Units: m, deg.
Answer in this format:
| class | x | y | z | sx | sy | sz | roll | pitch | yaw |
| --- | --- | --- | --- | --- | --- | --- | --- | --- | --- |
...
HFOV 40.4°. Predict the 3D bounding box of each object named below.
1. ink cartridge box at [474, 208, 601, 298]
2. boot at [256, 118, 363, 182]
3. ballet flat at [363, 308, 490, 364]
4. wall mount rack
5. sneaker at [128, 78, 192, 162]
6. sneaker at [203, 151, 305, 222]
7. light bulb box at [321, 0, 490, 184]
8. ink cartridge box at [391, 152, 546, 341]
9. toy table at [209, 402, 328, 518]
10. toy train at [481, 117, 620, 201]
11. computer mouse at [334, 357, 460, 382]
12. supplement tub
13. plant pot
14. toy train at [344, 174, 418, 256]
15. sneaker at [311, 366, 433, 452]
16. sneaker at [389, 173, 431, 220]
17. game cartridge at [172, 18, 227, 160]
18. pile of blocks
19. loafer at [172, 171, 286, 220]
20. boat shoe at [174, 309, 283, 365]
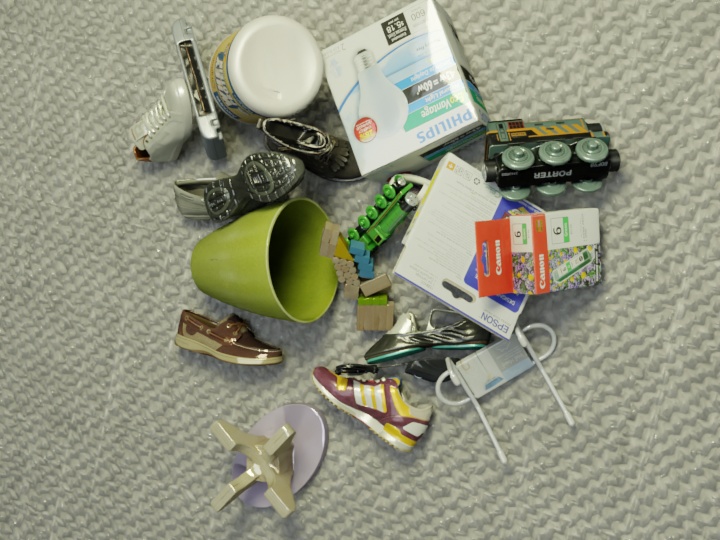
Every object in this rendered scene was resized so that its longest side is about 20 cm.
| class | x | y | z | sx | sy | sz | roll | pitch | yaw |
| --- | --- | --- | --- | --- | --- | --- | --- | --- | --- |
| ink cartridge box | 0.249 | -0.025 | 1.356 | 0.050 | 0.197 | 0.111 | 2 | 98 | 55 |
| boot | -0.063 | -0.180 | 1.456 | 0.197 | 0.174 | 0.070 | 14 | 91 | -10 |
| ballet flat | 0.099 | 0.096 | 1.485 | 0.196 | 0.068 | 0.070 | -9 | 78 | 9 |
| wall mount rack | 0.216 | 0.174 | 1.430 | 0.198 | 0.075 | 0.175 | -30 | 112 | 10 |
| sneaker | -0.322 | -0.230 | 1.564 | 0.074 | 0.083 | 0.200 | 68 | 151 | 20 |
| sneaker | -0.149 | -0.133 | 1.471 | 0.198 | 0.090 | 0.077 | -16 | 92 | 40 |
| light bulb box | 0.069 | -0.263 | 1.457 | 0.196 | 0.125 | 0.203 | -24 | 81 | 18 |
| ink cartridge box | 0.163 | -0.032 | 1.393 | 0.196 | 0.047 | 0.202 | 30 | 76 | -8 |
| toy table | -0.148 | 0.300 | 1.544 | 0.183 | 0.117 | 0.202 | 35 | 102 | 16 |
| toy train | 0.264 | -0.166 | 1.382 | 0.196 | 0.086 | 0.115 | -6 | 48 | -1 |
| computer mouse | 0.059 | 0.154 | 1.470 | 0.196 | 0.059 | 0.035 | -3 | 80 | -2 |
| supplement tub | -0.150 | -0.298 | 1.481 | 0.142 | 0.199 | 0.148 | -1 | 94 | -21 |
| plant pot | -0.164 | -0.013 | 1.528 | 0.197 | 0.186 | 0.191 | -2 | 90 | 34 |
| toy train | 0.028 | -0.073 | 1.464 | 0.056 | 0.042 | 0.200 | 47 | 143 | 3 |
| sneaker | 0.019 | 0.190 | 1.512 | 0.198 | 0.075 | 0.091 | 34 | 93 | 10 |
| sneaker | 0.121 | -0.079 | 1.451 | 0.198 | 0.100 | 0.076 | 31 | 89 | 16 |
| game cartridge | -0.259 | -0.285 | 1.572 | 0.041 | 0.133 | 0.203 | -15 | 80 | -11 |
| pile of blocks | 0.000 | 0.000 | 1.493 | 0.081 | 0.062 | 0.202 | -20 | 118 | 11 |
| loafer | -0.215 | -0.124 | 1.583 | 0.197 | 0.071 | 0.070 | -4 | 133 | 19 |
| boat shoe | -0.213 | 0.106 | 1.593 | 0.197 | 0.072 | 0.073 | 12 | 96 | 26 |
